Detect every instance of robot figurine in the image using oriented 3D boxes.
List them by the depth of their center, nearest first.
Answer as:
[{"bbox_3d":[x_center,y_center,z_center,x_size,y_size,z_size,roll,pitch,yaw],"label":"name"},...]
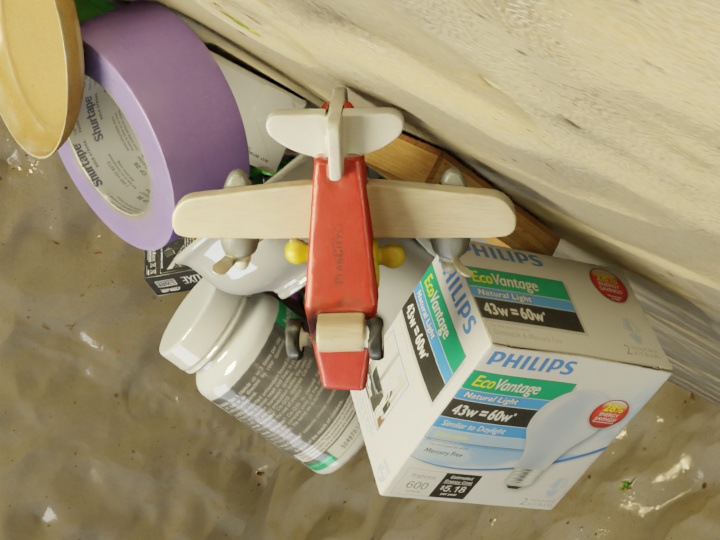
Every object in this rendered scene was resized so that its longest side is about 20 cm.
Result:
[{"bbox_3d":[0.000,0.000,1.210,0.199,0.113,0.170,34,-147,-2],"label":"robot figurine"}]

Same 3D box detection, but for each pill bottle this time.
[{"bbox_3d":[-0.082,0.094,1.155,0.199,0.114,0.113,37,178,-18],"label":"pill bottle"}]

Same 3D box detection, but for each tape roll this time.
[{"bbox_3d":[-0.191,-0.125,1.069,0.199,0.085,0.201,34,142,32],"label":"tape roll"}]

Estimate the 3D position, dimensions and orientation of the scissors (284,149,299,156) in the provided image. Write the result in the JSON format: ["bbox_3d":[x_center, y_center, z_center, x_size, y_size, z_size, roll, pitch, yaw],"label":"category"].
[{"bbox_3d":[-0.085,-0.135,1.342,0.198,0.014,0.073,-6,-152,6],"label":"scissors"}]

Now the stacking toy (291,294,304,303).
[{"bbox_3d":[-0.047,0.048,1.339,0.198,0.118,0.110,5,178,9],"label":"stacking toy"}]

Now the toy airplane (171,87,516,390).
[{"bbox_3d":[-0.014,-0.038,0.924,0.200,0.199,0.141,44,-170,-2],"label":"toy airplane"}]

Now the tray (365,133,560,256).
[{"bbox_3d":[0.084,-0.064,1.052,0.098,0.037,0.199,29,-179,40],"label":"tray"}]

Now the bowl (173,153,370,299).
[{"bbox_3d":[-0.060,-0.040,1.075,0.091,0.201,0.201,51,178,-7],"label":"bowl"}]

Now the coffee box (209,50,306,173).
[{"bbox_3d":[-0.144,-0.166,1.227,0.112,0.080,0.200,25,-178,-23],"label":"coffee box"}]

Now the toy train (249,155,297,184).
[{"bbox_3d":[-0.073,-0.096,1.259,0.198,0.042,0.056,-6,-156,-10],"label":"toy train"}]

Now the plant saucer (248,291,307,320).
[{"bbox_3d":[-0.085,0.070,1.281,0.198,0.030,0.200,23,159,9],"label":"plant saucer"}]

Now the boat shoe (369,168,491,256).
[{"bbox_3d":[0.050,-0.070,1.196,0.199,0.070,0.066,27,-164,-1],"label":"boat shoe"}]

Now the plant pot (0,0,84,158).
[{"bbox_3d":[-0.276,-0.196,1.027,0.027,0.202,0.199,-15,-152,-32],"label":"plant pot"}]

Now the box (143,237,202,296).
[{"bbox_3d":[-0.165,-0.083,1.387,0.156,0.202,0.050,-10,153,8],"label":"box"}]

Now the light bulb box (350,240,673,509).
[{"bbox_3d":[0.127,0.096,1.077,0.196,0.201,0.125,9,-139,-28],"label":"light bulb box"}]

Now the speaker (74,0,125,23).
[{"bbox_3d":[-0.298,-0.248,1.154,0.199,0.089,0.088,29,180,-35],"label":"speaker"}]

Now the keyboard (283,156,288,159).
[{"bbox_3d":[-0.125,-0.093,1.417,0.056,0.201,0.011,27,163,24],"label":"keyboard"}]
